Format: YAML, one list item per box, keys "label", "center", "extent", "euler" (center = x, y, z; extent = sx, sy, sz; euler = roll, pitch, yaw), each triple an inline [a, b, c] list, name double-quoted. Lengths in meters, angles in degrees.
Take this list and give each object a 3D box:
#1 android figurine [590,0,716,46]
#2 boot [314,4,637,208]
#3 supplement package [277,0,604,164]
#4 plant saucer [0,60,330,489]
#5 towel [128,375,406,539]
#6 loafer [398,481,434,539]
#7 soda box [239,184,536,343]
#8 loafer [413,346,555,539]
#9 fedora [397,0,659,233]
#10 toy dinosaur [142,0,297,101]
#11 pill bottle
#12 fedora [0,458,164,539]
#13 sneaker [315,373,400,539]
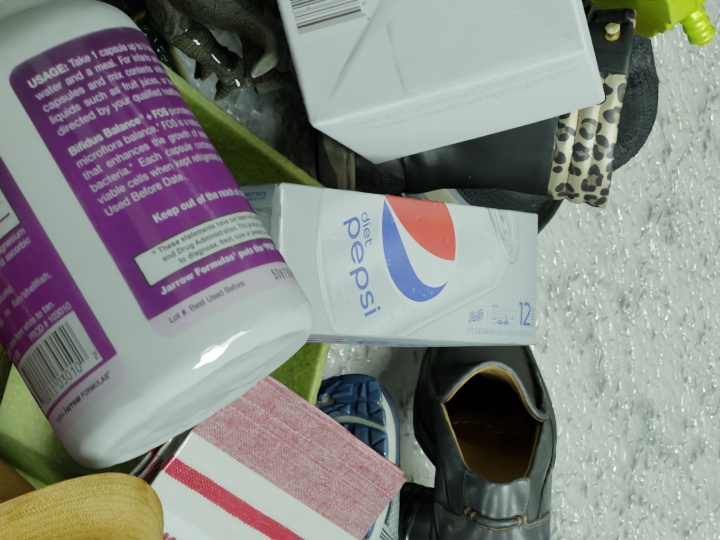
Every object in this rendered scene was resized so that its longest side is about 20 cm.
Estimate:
- label: "android figurine"
  center: [0.112, -0.192, 1.249]
  extent: [0.041, 0.182, 0.201]
  euler: [-38, 117, -9]
- label: "boot"
  center: [0.060, -0.127, 1.263]
  extent: [0.073, 0.149, 0.202]
  euler: [72, 27, -81]
- label: "supplement package"
  center: [0.033, -0.124, 1.128]
  extent: [0.200, 0.119, 0.122]
  euler: [17, 57, -82]
- label: "plant saucer"
  center: [-0.094, 0.026, 1.145]
  extent: [0.200, 0.048, 0.201]
  euler: [36, 61, -46]
- label: "towel"
  center: [-0.077, 0.141, 1.116]
  extent: [0.200, 0.023, 0.144]
  euler: [-53, 138, -2]
- label: "loafer"
  center: [0.065, 0.203, 1.332]
  extent: [0.073, 0.072, 0.201]
  euler: [-48, 126, -44]
- label: "soda box"
  center: [0.000, 0.000, 1.163]
  extent: [0.199, 0.068, 0.064]
  euler: [5, 85, -53]
- label: "loafer"
  center: [0.066, 0.073, 1.270]
  extent: [0.201, 0.072, 0.073]
  euler: [-96, -170, -52]
- label: "fedora"
  center: [0.095, -0.097, 1.362]
  extent: [0.200, 0.091, 0.202]
  euler: [4, 86, -53]
- label: "toy dinosaur"
  center: [-0.072, -0.129, 1.122]
  extent: [0.102, 0.077, 0.200]
  euler: [52, 20, -25]
- label: "pill bottle"
  center: [-0.113, -0.033, 1.008]
  extent: [0.112, 0.112, 0.201]
  euler: [-21, 76, -51]
- label: "fedora"
  center: [-0.171, 0.126, 0.985]
  extent: [0.200, 0.082, 0.201]
  euler: [-32, 151, -20]
- label: "sneaker"
  center: [-0.012, 0.150, 1.244]
  extent: [0.085, 0.077, 0.202]
  euler: [13, 86, -62]
